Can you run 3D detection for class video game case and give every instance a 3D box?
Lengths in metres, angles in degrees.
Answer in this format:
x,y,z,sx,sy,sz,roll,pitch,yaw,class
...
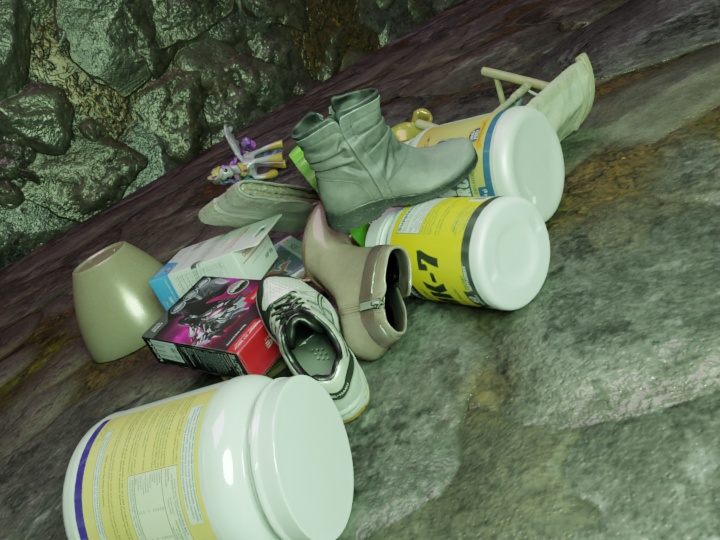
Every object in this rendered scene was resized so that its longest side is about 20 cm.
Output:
x,y,z,sx,sy,sz,roll,pitch,yaw,class
-0.163,0.018,1.075,0.198,0.023,0.182,-33,22,-13,video game case

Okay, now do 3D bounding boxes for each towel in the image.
x,y,z,sx,sy,sz,roll,pitch,yaw,class
-0.138,-0.094,1.060,0.197,0.035,0.131,1,-18,-42,towel

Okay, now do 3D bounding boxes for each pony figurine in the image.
x,y,z,sx,sy,sz,roll,pitch,yaw,class
-0.294,-0.285,1.778,0.195,0.169,0.194,-10,30,-1,pony figurine

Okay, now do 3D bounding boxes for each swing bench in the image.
x,y,z,sx,sy,sz,roll,pitch,yaw,class
0.224,-0.215,1.026,0.198,0.132,0.198,-40,31,-30,swing bench

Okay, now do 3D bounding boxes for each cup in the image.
x,y,z,sx,sy,sz,roll,pitch,yaw,class
-0.410,0.038,1.176,0.197,0.145,0.201,-22,23,10,cup

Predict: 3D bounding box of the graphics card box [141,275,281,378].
x,y,z,sx,sy,sz,roll,pitch,yaw,class
-0.163,0.066,0.839,0.197,0.051,0.126,2,40,42,graphics card box

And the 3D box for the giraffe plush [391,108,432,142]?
x,y,z,sx,sy,sz,roll,pitch,yaw,class
0.044,-0.190,1.145,0.158,0.204,0.173,0,-20,-2,giraffe plush

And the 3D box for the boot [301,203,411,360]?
x,y,z,sx,sy,sz,roll,pitch,yaw,class
0.000,0.000,0.767,0.069,0.205,0.145,1,-15,-34,boot

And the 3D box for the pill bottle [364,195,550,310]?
x,y,z,sx,sy,sz,roll,pitch,yaw,class
0.099,-0.022,0.759,0.114,0.116,0.198,-38,24,-27,pill bottle

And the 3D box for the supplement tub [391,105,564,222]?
x,y,z,sx,sy,sz,roll,pitch,yaw,class
0.144,-0.122,0.883,0.198,0.147,0.145,-3,31,46,supplement tub

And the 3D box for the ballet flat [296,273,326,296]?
x,y,z,sx,sy,sz,roll,pitch,yaw,class
-0.115,0.055,0.926,0.200,0.047,0.067,-42,25,-30,ballet flat

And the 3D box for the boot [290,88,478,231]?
x,y,z,sx,sy,sz,roll,pitch,yaw,class
0.032,-0.137,0.744,0.197,0.134,0.070,-26,29,-12,boot

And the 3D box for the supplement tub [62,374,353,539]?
x,y,z,sx,sy,sz,roll,pitch,yaw,class
-0.119,0.168,0.550,0.197,0.147,0.146,-18,23,22,supplement tub

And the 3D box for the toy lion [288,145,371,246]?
x,y,z,sx,sy,sz,roll,pitch,yaw,class
-0.024,-0.091,0.935,0.068,0.192,0.200,-40,22,5,toy lion

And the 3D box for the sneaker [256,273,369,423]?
x,y,z,sx,sy,sz,roll,pitch,yaw,class
-0.055,0.057,0.696,0.075,0.088,0.200,-34,51,-8,sneaker

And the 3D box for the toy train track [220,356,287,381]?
x,y,z,sx,sy,sz,roll,pitch,yaw,class
-0.117,0.134,0.774,0.114,0.033,0.199,-35,24,-18,toy train track

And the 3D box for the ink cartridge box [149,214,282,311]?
x,y,z,sx,sy,sz,roll,pitch,yaw,class
-0.203,-0.008,1.035,0.197,0.069,0.116,-17,22,23,ink cartridge box
